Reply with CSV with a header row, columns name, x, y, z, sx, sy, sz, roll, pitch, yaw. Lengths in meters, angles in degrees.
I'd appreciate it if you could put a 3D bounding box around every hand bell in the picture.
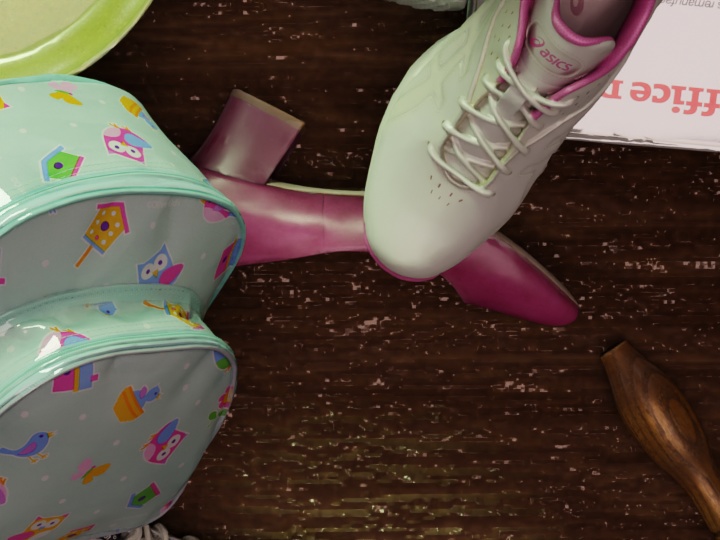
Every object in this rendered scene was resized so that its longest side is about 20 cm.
name,x,y,z,sx,sy,sz,roll,pitch,yaw
hand bell,0.178,0.122,0.883,0.104,0.104,0.200,-35,86,5

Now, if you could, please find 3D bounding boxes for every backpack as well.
name,x,y,z,sx,sy,sz,roll,pitch,yaw
backpack,-0.142,0.023,0.767,0.176,0.153,0.200,-5,127,-43

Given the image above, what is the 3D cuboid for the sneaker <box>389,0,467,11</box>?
name,x,y,z,sx,sy,sz,roll,pitch,yaw
sneaker,-0.031,-0.183,0.799,0.200,0.074,0.082,27,98,12

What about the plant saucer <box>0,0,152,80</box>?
name,x,y,z,sx,sy,sz,roll,pitch,yaw
plant saucer,-0.174,-0.169,0.769,0.200,0.031,0.200,0,93,-7

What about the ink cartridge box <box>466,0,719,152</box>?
name,x,y,z,sx,sy,sz,roll,pitch,yaw
ink cartridge box,0.124,-0.160,0.818,0.146,0.084,0.200,6,100,-1

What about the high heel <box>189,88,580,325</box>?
name,x,y,z,sx,sy,sz,roll,pitch,yaw
high heel,0.000,0.000,0.854,0.200,0.067,0.096,29,89,9

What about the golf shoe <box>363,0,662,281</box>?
name,x,y,z,sx,sy,sz,roll,pitch,yaw
golf shoe,0.062,-0.079,0.746,0.075,0.092,0.200,33,102,-3

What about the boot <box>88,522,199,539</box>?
name,x,y,z,sx,sy,sz,roll,pitch,yaw
boot,-0.105,0.149,0.867,0.200,0.074,0.096,-12,121,3
